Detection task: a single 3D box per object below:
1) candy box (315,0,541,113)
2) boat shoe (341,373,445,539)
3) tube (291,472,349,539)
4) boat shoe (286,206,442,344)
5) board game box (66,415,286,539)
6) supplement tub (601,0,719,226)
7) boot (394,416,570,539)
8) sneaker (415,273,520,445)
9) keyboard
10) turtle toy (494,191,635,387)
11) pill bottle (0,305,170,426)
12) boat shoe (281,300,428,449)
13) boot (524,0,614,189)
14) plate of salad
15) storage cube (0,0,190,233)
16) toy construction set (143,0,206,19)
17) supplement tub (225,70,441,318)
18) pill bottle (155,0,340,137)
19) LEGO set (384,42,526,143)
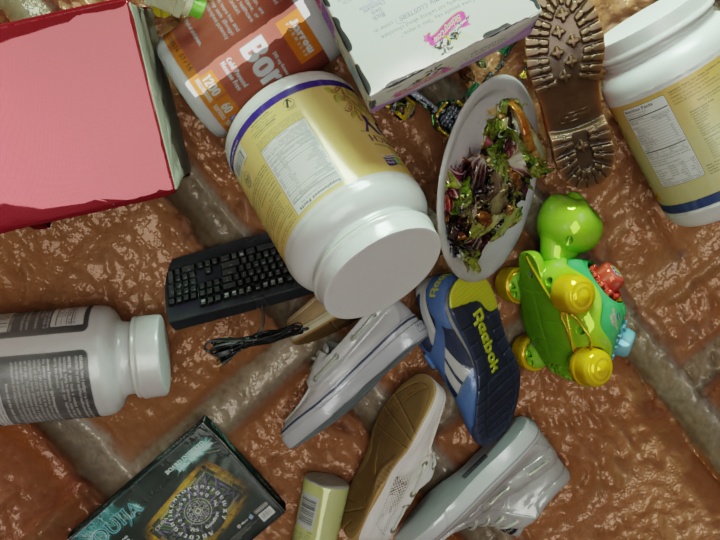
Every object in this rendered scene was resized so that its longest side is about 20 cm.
[{"bbox_3d":[0.039,-0.268,0.950,0.166,0.072,0.202,-25,86,-1],"label":"candy box"},{"bbox_3d":[0.047,0.201,1.153,0.069,0.071,0.202,16,111,-29],"label":"boat shoe"},{"bbox_3d":[-0.056,0.321,1.168,0.051,0.058,0.203,14,95,19],"label":"tube"},{"bbox_3d":[0.000,0.000,1.115,0.199,0.074,0.070,-35,77,4],"label":"boat shoe"},{"bbox_3d":[-0.197,0.270,1.166,0.199,0.028,0.136,-40,100,4],"label":"board game box"},{"bbox_3d":[0.325,-0.162,1.062,0.143,0.144,0.201,-31,100,2],"label":"supplement tub"},{"bbox_3d":[0.136,0.256,1.157,0.200,0.074,0.096,-41,101,-3],"label":"boot"},{"bbox_3d":[0.110,0.089,1.134,0.074,0.082,0.202,-31,117,-34],"label":"sneaker"},{"bbox_3d":[-0.102,0.022,1.086,0.198,0.021,0.129,-16,68,10],"label":"keyboard"},{"bbox_3d":[0.214,0.023,1.102,0.100,0.145,0.202,-19,103,-22],"label":"turtle toy"},{"bbox_3d":[-0.295,0.093,1.086,0.197,0.111,0.112,-5,101,-2],"label":"pill bottle"},{"bbox_3d":[-0.018,0.102,1.128,0.200,0.073,0.067,-42,77,13],"label":"boat shoe"},{"bbox_3d":[0.197,-0.191,1.056,0.074,0.108,0.202,-10,117,6],"label":"boot"},{"bbox_3d":[0.134,-0.086,1.044,0.048,0.199,0.203,15,101,32],"label":"plate of salad"},{"bbox_3d":[-0.270,-0.148,1.013,0.177,0.171,0.203,-12,101,-2],"label":"storage cube"},{"bbox_3d":[-0.154,-0.308,1.001,0.091,0.201,0.132,29,134,-5],"label":"toy construction set"},{"bbox_3d":[-0.026,-0.071,1.015,0.145,0.145,0.201,-34,62,3],"label":"supplement tub"},{"bbox_3d":[-0.088,-0.228,1.040,0.199,0.112,0.113,-35,101,3],"label":"pill bottle"},{"bbox_3d":[0.098,-0.225,1.049,0.154,0.116,0.200,44,95,-10],"label":"LEGO set"}]
